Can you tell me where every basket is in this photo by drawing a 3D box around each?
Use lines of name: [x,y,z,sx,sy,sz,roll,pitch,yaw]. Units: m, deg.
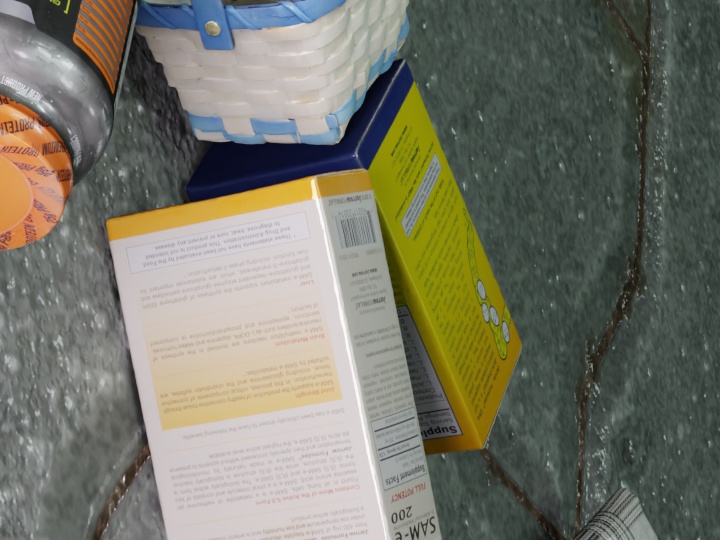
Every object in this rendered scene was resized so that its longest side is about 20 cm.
basket: [-0.052,-0.176,1.520,0.176,0.139,0.200,-55,144,-51]

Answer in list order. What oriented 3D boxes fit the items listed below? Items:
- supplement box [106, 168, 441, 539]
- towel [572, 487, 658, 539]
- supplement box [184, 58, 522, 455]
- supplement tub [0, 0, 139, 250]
supplement box: [-0.044,0.057,1.474,0.074,0.126,0.200,-12,92,-67]
towel: [0.174,0.275,1.889,0.193,0.035,0.200,-42,112,-46]
supplement box: [0.000,0.000,1.611,0.200,0.109,0.110,67,27,-26]
supplement tub: [-0.163,-0.116,1.294,0.123,0.122,0.200,53,35,-43]
